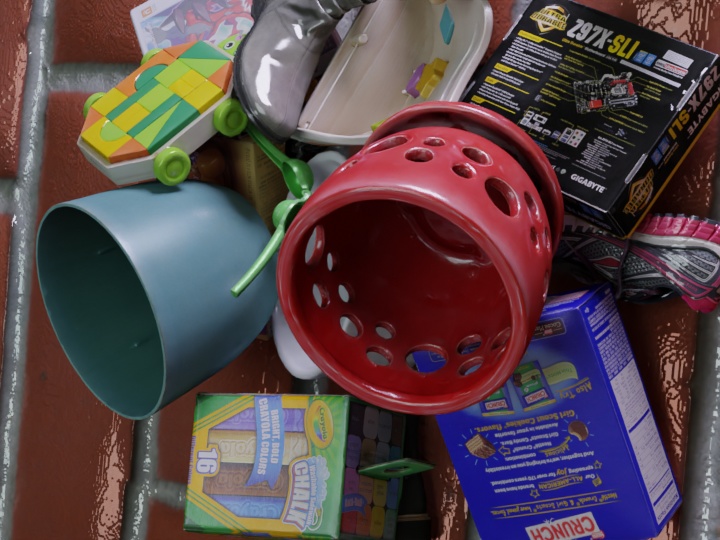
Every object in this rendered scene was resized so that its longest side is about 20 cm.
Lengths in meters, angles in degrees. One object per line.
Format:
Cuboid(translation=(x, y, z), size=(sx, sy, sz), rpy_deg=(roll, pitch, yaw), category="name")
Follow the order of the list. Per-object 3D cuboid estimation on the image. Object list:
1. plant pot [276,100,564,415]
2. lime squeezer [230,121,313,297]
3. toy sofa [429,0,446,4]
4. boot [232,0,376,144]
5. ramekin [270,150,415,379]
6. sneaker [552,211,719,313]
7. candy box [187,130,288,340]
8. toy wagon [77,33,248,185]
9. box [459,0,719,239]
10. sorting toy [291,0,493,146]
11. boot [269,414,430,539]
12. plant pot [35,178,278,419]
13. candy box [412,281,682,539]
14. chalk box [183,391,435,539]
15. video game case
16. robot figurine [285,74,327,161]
Cuboid(translation=(0.058, -0.017, 1.371), size=(0.199, 0.183, 0.202), rpy_deg=(11, 122, 18), category="plant pot")
Cuboid(translation=(-0.075, -0.063, 1.547), size=(0.038, 0.070, 0.201), rpy_deg=(120, 155, -52), category="lime squeezer")
Cuboid(translation=(0.084, -0.316, 1.497), size=(0.097, 0.083, 0.201), rpy_deg=(0, 43, 19), category="toy sofa")
Cuboid(translation=(-0.040, -0.214, 1.543), size=(0.130, 0.068, 0.201), rpy_deg=(-28, 42, 34), category="boot")
Cuboid(translation=(0.000, 0.000, 1.576), size=(0.200, 0.097, 0.202), rpy_deg=(-28, 59, 61), category="ramekin")
Cuboid(translation=(0.207, -0.010, 1.465), size=(0.199, 0.080, 0.075), rpy_deg=(4, 86, 37), category="sneaker")
Cuboid(translation=(-0.128, -0.042, 1.693), size=(0.116, 0.056, 0.202), rpy_deg=(12, 116, 29), category="candy box")
Cuboid(translation=(-0.160, -0.157, 1.596), size=(0.200, 0.040, 0.155), rpy_deg=(-41, 42, -12), category="toy wagon")
Cuboid(translation=(0.182, -0.132, 1.462), size=(0.199, 0.049, 0.160), rpy_deg=(28, 77, 41), category="box")
Cuboid(translation=(0.049, -0.172, 1.517), size=(0.201, 0.106, 0.180), rpy_deg=(-60, 21, -3), category="sorting toy")
Cuboid(translation=(-0.025, 0.184, 1.651), size=(0.199, 0.077, 0.140), rpy_deg=(-4, 81, 24), category="boot")
Cuboid(translation=(-0.169, 0.008, 1.589), size=(0.200, 0.160, 0.202), rpy_deg=(32, 134, 39), category="plant pot")
Cuboid(translation=(0.154, 0.127, 1.469), size=(0.168, 0.077, 0.201), rpy_deg=(-14, 99, 35), category="candy box")
Cuboid(translation=(-0.036, 0.177, 1.550), size=(0.199, 0.124, 0.125), rpy_deg=(0, 78, 27), category="chalk box")
Cuboid(translation=(-0.119, -0.224, 1.678), size=(0.181, 0.023, 0.201), rpy_deg=(-28, 48, 6), category="video game case")
Cuboid(translation=(-0.087, -0.150, 1.715), size=(0.200, 0.058, 0.146), rpy_deg=(-40, 66, 30), category="robot figurine")
